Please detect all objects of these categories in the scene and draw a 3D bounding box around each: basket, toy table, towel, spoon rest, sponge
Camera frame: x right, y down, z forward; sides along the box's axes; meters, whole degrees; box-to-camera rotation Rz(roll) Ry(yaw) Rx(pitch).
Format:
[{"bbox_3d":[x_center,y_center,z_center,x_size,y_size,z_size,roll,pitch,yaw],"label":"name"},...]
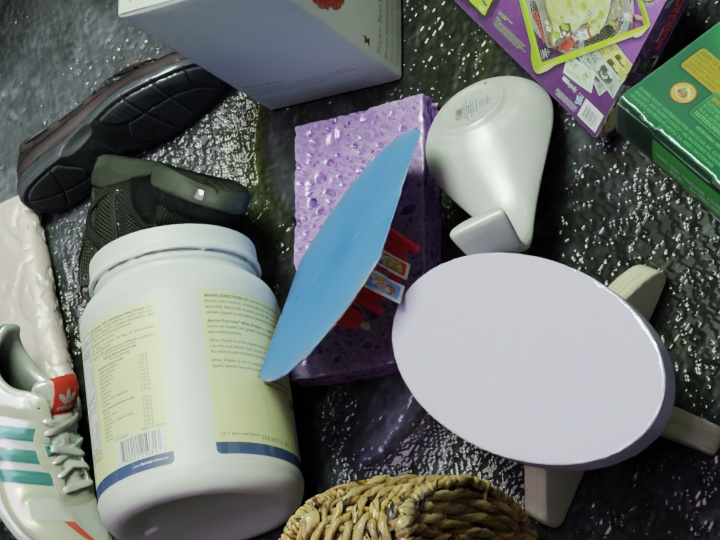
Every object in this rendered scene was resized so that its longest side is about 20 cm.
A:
[{"bbox_3d":[0.011,0.204,1.470,0.149,0.200,0.143,-9,77,29],"label":"basket"},{"bbox_3d":[0.131,0.068,1.498,0.200,0.117,0.184,35,93,35],"label":"toy table"},{"bbox_3d":[-0.312,0.064,1.829,0.191,0.032,0.200,-28,62,22],"label":"towel"},{"bbox_3d":[0.089,-0.067,1.580,0.099,0.061,0.200,-24,31,18],"label":"spoon rest"},{"bbox_3d":[0.004,-0.021,1.661,0.111,0.030,0.200,-11,69,29],"label":"sponge"}]

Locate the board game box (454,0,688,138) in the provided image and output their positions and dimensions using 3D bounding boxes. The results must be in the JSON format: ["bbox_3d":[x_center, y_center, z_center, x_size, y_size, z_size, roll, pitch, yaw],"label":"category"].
[{"bbox_3d":[0.136,-0.198,1.611,0.200,0.032,0.120,49,133,33],"label":"board game box"}]

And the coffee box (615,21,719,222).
[{"bbox_3d":[0.275,-0.117,1.455,0.200,0.044,0.123,-38,63,-17],"label":"coffee box"}]

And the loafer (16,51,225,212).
[{"bbox_3d":[-0.193,-0.124,1.798,0.200,0.072,0.063,-35,53,19],"label":"loafer"}]

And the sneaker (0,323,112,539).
[{"bbox_3d":[-0.235,0.128,1.708,0.093,0.070,0.200,-45,72,24],"label":"sneaker"}]

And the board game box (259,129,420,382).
[{"bbox_3d":[0.000,0.000,1.575,0.158,0.039,0.200,-46,17,41],"label":"board game box"}]

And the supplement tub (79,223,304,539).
[{"bbox_3d":[-0.122,0.083,1.634,0.145,0.145,0.200,-21,64,25],"label":"supplement tub"}]

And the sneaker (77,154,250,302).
[{"bbox_3d":[-0.148,-0.024,1.710,0.199,0.076,0.114,7,85,56],"label":"sneaker"}]

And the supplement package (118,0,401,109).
[{"bbox_3d":[-0.069,-0.213,1.668,0.120,0.200,0.121,-11,69,29],"label":"supplement package"}]
